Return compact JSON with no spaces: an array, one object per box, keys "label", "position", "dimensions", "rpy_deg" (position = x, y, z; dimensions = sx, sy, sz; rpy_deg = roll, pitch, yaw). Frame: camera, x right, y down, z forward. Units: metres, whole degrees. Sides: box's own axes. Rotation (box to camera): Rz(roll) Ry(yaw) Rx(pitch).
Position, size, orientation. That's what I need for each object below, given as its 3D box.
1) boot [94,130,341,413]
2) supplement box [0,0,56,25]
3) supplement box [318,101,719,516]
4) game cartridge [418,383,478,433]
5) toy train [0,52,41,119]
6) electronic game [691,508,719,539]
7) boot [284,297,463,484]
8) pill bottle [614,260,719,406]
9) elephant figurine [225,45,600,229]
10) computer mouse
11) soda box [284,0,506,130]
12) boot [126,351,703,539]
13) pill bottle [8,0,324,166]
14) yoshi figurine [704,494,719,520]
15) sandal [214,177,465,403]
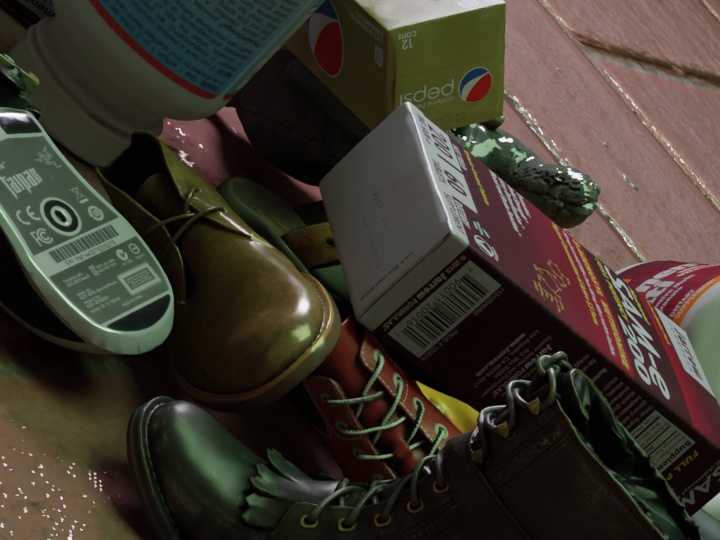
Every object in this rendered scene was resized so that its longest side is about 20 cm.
[{"label":"boot","position":[-0.070,-0.002,1.113],"dimensions":[0.076,0.073,0.200],"rpy_deg":[55,-6,-28]},{"label":"supplement box","position":[-0.113,-0.227,1.342],"dimensions":[0.103,0.200,0.131],"rpy_deg":[37,20,-21]},{"label":"supplement box","position":[0.077,0.025,1.151],"dimensions":[0.200,0.061,0.109],"rpy_deg":[38,20,-31]},{"label":"game cartridge","position":[0.041,0.069,1.333],"dimensions":[0.176,0.032,0.200],"rpy_deg":[46,16,1]},{"label":"toy train","position":[-0.224,-0.126,1.158],"dimensions":[0.200,0.034,0.046],"rpy_deg":[38,7,-22]},{"label":"electronic game","position":[0.176,0.205,1.209],"dimensions":[0.200,0.041,0.201],"rpy_deg":[-17,90,-80]},{"label":"boot","position":[0.031,0.095,1.086],"dimensions":[0.200,0.072,0.145],"rpy_deg":[45,-11,47]},{"label":"pill bottle","position":[0.171,0.050,1.346],"dimensions":[0.109,0.110,0.200],"rpy_deg":[40,-11,-16]},{"label":"elephant figurine","position":[0.012,-0.072,1.374],"dimensions":[0.142,0.155,0.200],"rpy_deg":[49,9,-25]},{"label":"computer mouse","position":[-0.158,-0.035,1.081],"dimensions":[0.200,0.044,0.110],"rpy_deg":[51,34,9]},{"label":"soda box","position":[-0.002,-0.140,1.319],"dimensions":[0.067,0.064,0.200],"rpy_deg":[-15,33,-22]},{"label":"boot","position":[0.025,0.085,1.009],"dimensions":[0.200,0.174,0.069],"rpy_deg":[44,33,-7]},{"label":"pill bottle","position":[-0.077,-0.145,1.246],"dimensions":[0.109,0.200,0.109],"rpy_deg":[40,19,-17]},{"label":"yoshi figurine","position":[0.203,0.112,1.477],"dimensions":[0.112,0.112,0.201],"rpy_deg":[33,24,-52]},{"label":"sandal","position":[0.000,0.000,1.222],"dimensions":[0.082,0.055,0.200],"rpy_deg":[27,11,-44]}]
